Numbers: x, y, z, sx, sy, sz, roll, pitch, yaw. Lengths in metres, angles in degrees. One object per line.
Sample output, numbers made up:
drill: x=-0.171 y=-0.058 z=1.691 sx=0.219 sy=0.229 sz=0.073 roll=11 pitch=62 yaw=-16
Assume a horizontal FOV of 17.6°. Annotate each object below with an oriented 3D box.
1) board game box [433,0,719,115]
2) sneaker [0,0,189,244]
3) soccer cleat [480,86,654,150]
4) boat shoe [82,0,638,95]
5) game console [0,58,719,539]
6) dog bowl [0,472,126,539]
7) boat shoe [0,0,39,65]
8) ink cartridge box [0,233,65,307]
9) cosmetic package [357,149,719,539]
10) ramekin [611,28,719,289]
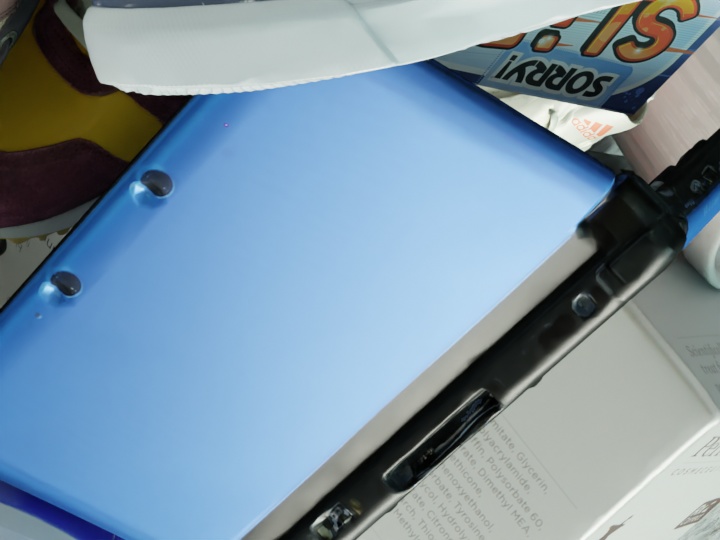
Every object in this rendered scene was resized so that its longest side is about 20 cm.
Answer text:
board game box: x=0.041 y=-0.107 z=0.593 sx=0.200 sy=0.034 sz=0.135 roll=6 pitch=138 yaw=-43
sneaker: x=-0.054 y=-0.090 z=0.686 sx=0.200 sy=0.075 sz=0.090 roll=-40 pitch=162 yaw=-23
soccer cleat: x=0.062 y=-0.062 z=0.880 sx=0.200 sy=0.078 sz=0.069 roll=-53 pitch=157 yaw=16
boat shoe: x=0.032 y=-0.087 z=0.522 sx=0.200 sy=0.062 sz=0.072 roll=-13 pitch=-167 yaw=4
game console: x=0.000 y=0.000 z=0.686 sx=0.200 sy=0.118 sz=0.171 roll=-43 pitch=178 yaw=33
dog bowl: x=-0.153 y=0.110 z=0.766 sx=0.200 sy=0.079 sz=0.200 roll=4 pitch=139 yaw=4
boat shoe: x=-0.161 y=-0.027 z=0.635 sx=0.200 sy=0.072 sz=0.065 roll=-46 pitch=155 yaw=4
ink cartridge box: x=-0.090 y=0.042 z=0.835 sx=0.068 sy=0.116 sz=0.200 roll=-22 pitch=154 yaw=-36
cosmetic package: x=0.077 y=0.065 z=1.091 sx=0.200 sy=0.165 sz=0.165 roll=-44 pitch=161 yaw=21
ramekin: x=0.204 y=-0.095 z=1.063 sx=0.200 sy=0.105 sz=0.200 roll=-33 pitch=160 yaw=-14
